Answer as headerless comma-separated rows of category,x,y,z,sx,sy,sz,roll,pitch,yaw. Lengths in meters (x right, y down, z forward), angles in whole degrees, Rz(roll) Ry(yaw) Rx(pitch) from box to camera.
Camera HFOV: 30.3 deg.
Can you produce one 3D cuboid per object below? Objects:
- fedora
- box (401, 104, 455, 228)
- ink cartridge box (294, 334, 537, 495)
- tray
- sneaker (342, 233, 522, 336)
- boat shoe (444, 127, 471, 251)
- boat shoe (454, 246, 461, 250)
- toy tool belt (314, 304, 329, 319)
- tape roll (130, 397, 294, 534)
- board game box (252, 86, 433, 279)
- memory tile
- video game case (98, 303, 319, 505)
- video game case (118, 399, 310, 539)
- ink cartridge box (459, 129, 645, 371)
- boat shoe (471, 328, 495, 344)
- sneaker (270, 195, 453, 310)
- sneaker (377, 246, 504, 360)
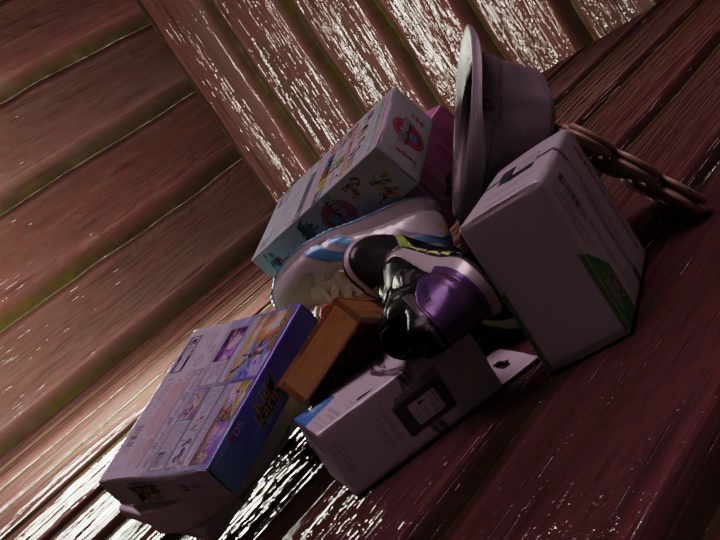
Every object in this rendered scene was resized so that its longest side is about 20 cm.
fedora,0.142,-0.140,1.319,0.177,0.090,0.201,97,177,-61
box,0.035,-0.072,1.555,0.200,0.097,0.176,-56,16,-21
ink cartridge box,0.047,0.106,1.180,0.200,0.067,0.116,-36,8,-10
tray,-0.002,0.077,1.287,0.099,0.037,0.200,-57,-19,10
sneaker,0.082,-0.003,1.260,0.083,0.199,0.072,96,-170,-61
boat shoe,0.121,-0.084,1.427,0.072,0.067,0.201,120,164,-45
boat shoe,0.061,0.047,1.495,0.200,0.063,0.073,-40,12,-27
toy tool belt,0.021,0.011,1.681,0.199,0.125,0.123,-34,-1,4
tape roll,-0.153,0.172,1.342,0.202,0.037,0.203,-33,26,19
board game box,-0.018,-0.086,1.432,0.200,0.064,0.148,-42,17,30
memory tile,0.254,-0.103,1.313,0.017,0.153,0.200,-61,5,4
video game case,-0.143,0.132,1.291,0.181,0.045,0.201,-16,36,47
video game case,-0.151,0.190,1.379,0.200,0.023,0.182,-4,45,56
ink cartridge box,0.172,-0.024,1.152,0.083,0.147,0.200,-31,7,23
boat shoe,0.077,0.069,1.312,0.201,0.063,0.074,-40,12,-27
sneaker,0.000,0.000,1.354,0.199,0.081,0.077,-27,-29,11
sneaker,0.040,0.033,1.145,0.087,0.076,0.200,-42,10,-14
